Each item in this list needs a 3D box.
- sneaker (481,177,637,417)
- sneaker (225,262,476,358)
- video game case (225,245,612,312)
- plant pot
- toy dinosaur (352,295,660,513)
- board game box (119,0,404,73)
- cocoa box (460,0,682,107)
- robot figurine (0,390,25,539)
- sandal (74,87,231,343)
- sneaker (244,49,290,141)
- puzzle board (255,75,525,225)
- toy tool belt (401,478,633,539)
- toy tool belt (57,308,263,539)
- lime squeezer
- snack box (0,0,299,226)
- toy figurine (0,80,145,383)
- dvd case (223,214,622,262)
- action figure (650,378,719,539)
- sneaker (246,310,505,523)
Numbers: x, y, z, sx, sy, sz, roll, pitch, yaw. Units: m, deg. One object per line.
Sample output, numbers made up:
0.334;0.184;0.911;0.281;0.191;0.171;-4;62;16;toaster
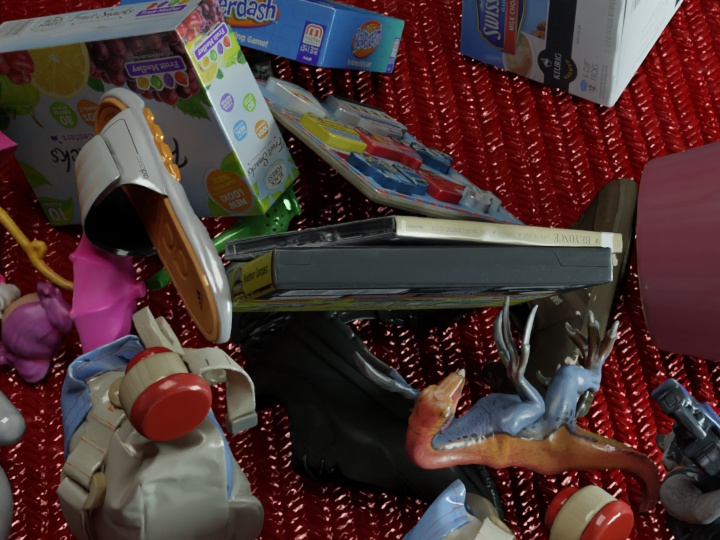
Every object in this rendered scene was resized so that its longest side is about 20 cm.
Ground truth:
0.137;0.008;1.536;0.075;0.071;0.200;12;48;10;sneaker
0.000;0.000;1.540;0.200;0.074;0.079;-9;33;-15;sneaker
0.026;0.005;1.368;0.199;0.181;0.026;-1;85;-14;video game case
0.279;-0.014;1.491;0.179;0.200;0.200;-2;46;18;plant pot
0.097;0.089;1.362;0.200;0.105;0.181;45;38;3;toy dinosaur
-0.066;-0.182;1.638;0.152;0.045;0.200;16;7;12;board game box
0.174;-0.247;1.723;0.131;0.134;0.200;22;50;18;cocoa box
-0.285;0.124;1.389;0.170;0.113;0.200;-40;57;-7;robot figurine
-0.140;-0.034;1.422;0.059;0.079;0.207;-14;50;-21;sandal
-0.145;-0.146;1.653;0.199;0.089;0.077;8;48;5;sneaker
0.016;-0.081;1.561;0.151;0.017;0.200;41;16;30;puzzle board
0.051;0.180;1.338;0.123;0.125;0.200;34;72;30;toy tool belt
-0.130;0.090;1.358;0.125;0.200;0.123;-20;52;-17;toy tool belt
-0.069;-0.039;1.558;0.038;0.071;0.200;52;36;-10;lime squeezer
-0.154;-0.103;1.527;0.200;0.142;0.053;-2;35;39;snack box
-0.235;0.001;1.498;0.184;0.200;0.150;40;20;7;toy figurine
0.039;-0.013;1.392;0.200;0.149;0.016;3;83;-44;dvd case
0.208;0.157;1.365;0.105;0.200;0.194;-33;36;21;action figure
0.007;0.110;1.447;0.200;0.076;0.091;40;80;24;sneaker
